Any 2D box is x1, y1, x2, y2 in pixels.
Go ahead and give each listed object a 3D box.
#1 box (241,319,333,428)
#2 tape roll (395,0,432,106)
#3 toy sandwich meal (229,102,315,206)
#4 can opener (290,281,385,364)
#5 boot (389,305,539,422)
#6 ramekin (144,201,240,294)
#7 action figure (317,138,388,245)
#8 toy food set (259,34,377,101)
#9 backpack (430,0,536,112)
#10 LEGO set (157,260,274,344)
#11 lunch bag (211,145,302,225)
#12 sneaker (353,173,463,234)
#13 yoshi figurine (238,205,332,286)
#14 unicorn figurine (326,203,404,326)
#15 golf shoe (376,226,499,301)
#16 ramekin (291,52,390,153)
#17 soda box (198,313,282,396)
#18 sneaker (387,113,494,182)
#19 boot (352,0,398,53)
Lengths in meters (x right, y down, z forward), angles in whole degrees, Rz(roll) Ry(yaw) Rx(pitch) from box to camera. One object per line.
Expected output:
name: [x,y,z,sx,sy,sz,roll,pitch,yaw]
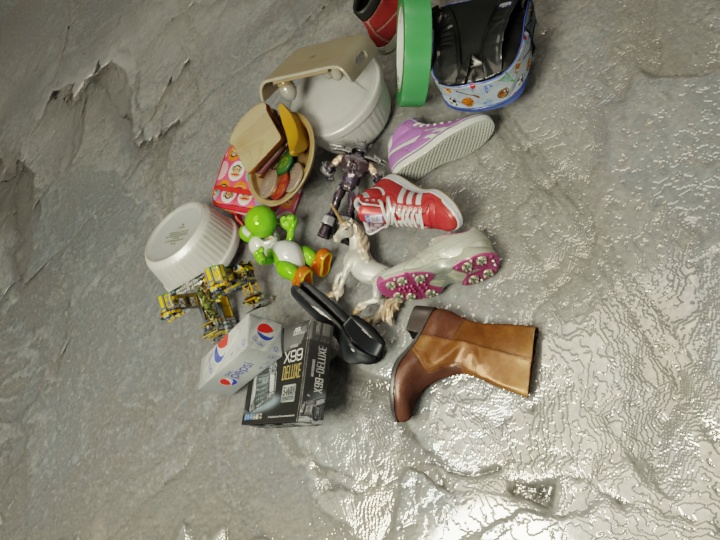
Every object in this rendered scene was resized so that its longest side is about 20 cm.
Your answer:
box: [-0.124,0.178,0.935,0.199,0.049,0.159,-21,57,51]
tape roll: [0.094,-0.403,1.018,0.048,0.201,0.202,-1,65,-1]
toy sandwich meal: [-0.168,-0.222,1.055,0.204,0.070,0.207,-11,72,38]
can opener: [-0.038,0.085,0.945,0.200,0.063,0.079,39,110,24]
boot: [0.153,0.157,0.837,0.198,0.069,0.190,12,68,26]
ramekin: [-0.355,-0.054,1.163,0.201,0.094,0.204,-21,44,22]
action figure: [-0.023,-0.152,1.043,0.129,0.069,0.202,18,88,17]
toy food set: [-0.078,-0.370,1.043,0.198,0.061,0.144,-1,41,28]
backpack: [0.208,-0.366,0.964,0.199,0.154,0.192,-1,60,33]
LEGO set: [-0.270,0.073,1.048,0.199,0.154,0.117,-25,79,19]
lunch bag: [-0.216,-0.173,1.176,0.199,0.082,0.178,11,80,33]
sneaker: [0.071,-0.096,0.938,0.112,0.072,0.200,-32,39,-24]
yoshi figurine: [-0.153,-0.054,1.045,0.199,0.112,0.113,31,96,25]
unicorn figurine: [0.000,0.000,0.971,0.199,0.074,0.138,33,90,8]
golf shoe: [0.121,-0.011,0.909,0.198,0.076,0.092,-14,48,9]
ramekin: [-0.031,-0.326,1.112,0.201,0.094,0.204,-13,63,26]
soda box: [-0.212,0.151,0.974,0.200,0.068,0.064,-40,42,41]
sneaker: [0.134,-0.249,1.006,0.199,0.073,0.115,-23,56,20]
boot: [0.061,-0.573,1.145,0.072,0.144,0.201,21,79,37]
